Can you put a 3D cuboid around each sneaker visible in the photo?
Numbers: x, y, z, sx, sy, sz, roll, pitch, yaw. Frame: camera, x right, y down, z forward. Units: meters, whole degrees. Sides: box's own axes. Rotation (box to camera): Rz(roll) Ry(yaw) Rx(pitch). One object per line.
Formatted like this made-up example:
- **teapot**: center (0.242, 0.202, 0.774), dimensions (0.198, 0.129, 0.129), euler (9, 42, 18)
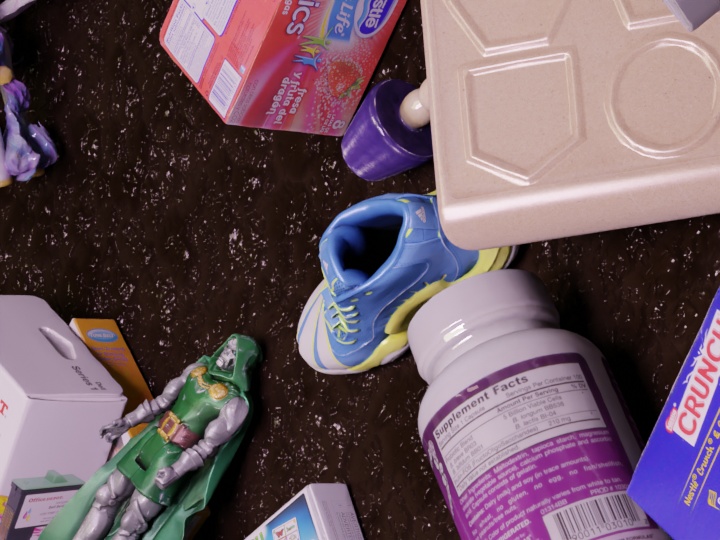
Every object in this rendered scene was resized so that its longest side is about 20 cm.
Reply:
- **sneaker**: center (0.000, 0.000, 1.604), dimensions (0.200, 0.105, 0.076), euler (-40, 58, 42)

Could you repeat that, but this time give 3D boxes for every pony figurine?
- **pony figurine**: center (-0.275, -0.159, 1.946), dimensions (0.193, 0.166, 0.201), euler (-3, 100, 59)

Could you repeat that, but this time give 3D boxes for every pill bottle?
- **pill bottle**: center (0.096, 0.103, 1.470), dimensions (0.112, 0.112, 0.200), euler (-48, 52, 38)

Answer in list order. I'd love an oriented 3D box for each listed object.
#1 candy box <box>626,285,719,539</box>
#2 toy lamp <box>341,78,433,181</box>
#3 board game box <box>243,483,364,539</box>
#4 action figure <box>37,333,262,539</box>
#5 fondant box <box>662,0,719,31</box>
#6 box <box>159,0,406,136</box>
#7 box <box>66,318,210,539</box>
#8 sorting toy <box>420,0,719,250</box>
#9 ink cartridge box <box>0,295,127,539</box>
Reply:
- **candy box**: center (0.240, 0.093, 1.320), dimensions (0.200, 0.077, 0.170), euler (44, 122, 42)
- **toy lamp**: center (0.059, -0.114, 1.579), dimensions (0.200, 0.058, 0.058), euler (-39, 58, 43)
- **board game box**: center (-0.057, 0.235, 1.713), dimensions (0.200, 0.035, 0.127), euler (-43, 56, 41)
- **action figure**: center (-0.129, 0.123, 1.760), dimensions (0.200, 0.055, 0.118), euler (-53, 49, 2)
- **fondant box**: center (0.167, -0.240, 1.404), dimensions (0.144, 0.058, 0.200), euler (-38, 54, 6)
- **box**: center (-0.031, -0.193, 1.665), dimensions (0.103, 0.094, 0.200), euler (49, 124, 41)
- **box**: center (-0.180, 0.128, 1.872), dimensions (0.119, 0.041, 0.200), euler (-56, 50, 32)
- **sorting toy**: center (0.124, -0.121, 1.464), dimensions (0.184, 0.036, 0.201), euler (-9, 82, 19)
- **ink cartridge box**: center (-0.252, 0.134, 1.865), dimensions (0.145, 0.084, 0.201), euler (42, 119, 45)
